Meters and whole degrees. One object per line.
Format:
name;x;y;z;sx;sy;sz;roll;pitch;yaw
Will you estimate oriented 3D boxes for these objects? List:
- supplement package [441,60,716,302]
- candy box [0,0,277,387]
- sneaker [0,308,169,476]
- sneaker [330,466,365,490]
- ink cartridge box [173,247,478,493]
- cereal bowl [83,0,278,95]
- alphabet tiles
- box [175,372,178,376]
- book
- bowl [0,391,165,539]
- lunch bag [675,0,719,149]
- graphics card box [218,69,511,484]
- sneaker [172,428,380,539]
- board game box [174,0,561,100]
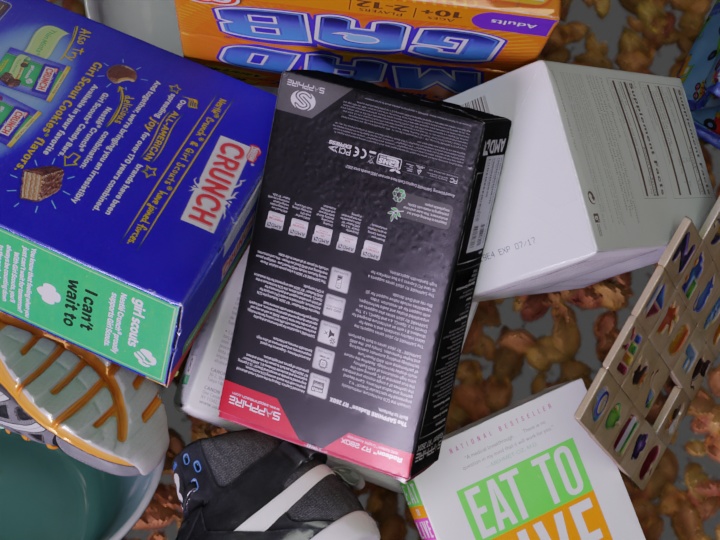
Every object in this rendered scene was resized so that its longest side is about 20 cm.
supplement package;0.121;-0.050;0.959;0.113;0.199;0.111;-19;82;32
candy box;-0.157;-0.054;0.905;0.198;0.077;0.170;23;49;6
sneaker;-0.194;0.058;0.903;0.199;0.078;0.078;32;39;11
sneaker;-0.034;0.206;0.956;0.128;0.080;0.201;-4;65;9
ink cartridge box;-0.009;0.020;1.011;0.160;0.050;0.202;22;80;-17
cereal bowl;-0.077;-0.176;1.038;0.198;0.083;0.202;0;83;-2
alphabet tiles;0.201;0.027;0.987;0.008;0.167;0.201;26;81;30
box;-0.166;-0.028;0.980;0.050;0.076;0.201;-15;59;-30
book;0.113;0.186;0.998;0.133;0.048;0.202;-21;87;-25
bowl;-0.218;0.123;0.962;0.199;0.105;0.202;6;51;-8
lunch bag;0.323;-0.120;1.054;0.199;0.094;0.151;32;81;-10
graphics card box;0.000;0.000;0.884;0.124;0.051;0.202;16;104;23
sneaker;-0.098;0.164;0.908;0.199;0.073;0.112;-31;62;-15
board game box;0.007;-0.219;0.906;0.198;0.200;0.202;6;82;-2
